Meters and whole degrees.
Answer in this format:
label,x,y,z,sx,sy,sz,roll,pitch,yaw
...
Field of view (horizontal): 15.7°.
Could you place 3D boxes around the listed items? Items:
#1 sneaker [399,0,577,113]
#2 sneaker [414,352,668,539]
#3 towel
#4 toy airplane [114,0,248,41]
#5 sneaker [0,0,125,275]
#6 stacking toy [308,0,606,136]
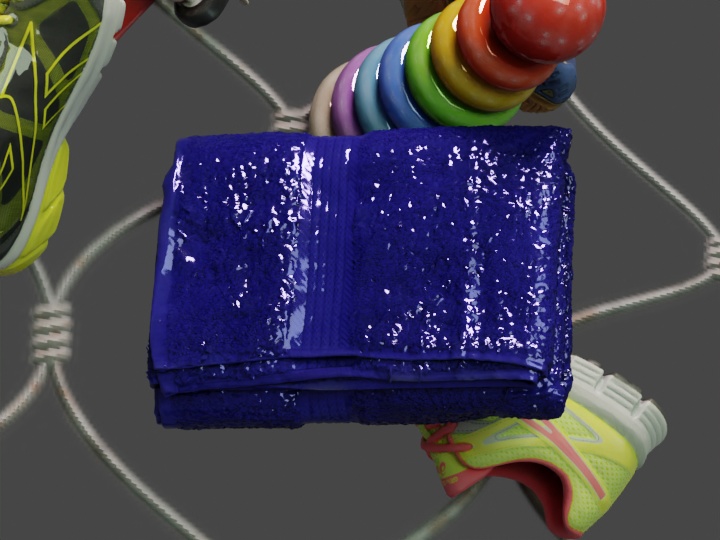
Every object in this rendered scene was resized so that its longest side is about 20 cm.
label,x,y,z,sx,sy,sz,roll,pitch,yaw
sneaker,0.050,-0.173,1.367,0.200,0.075,0.088,45,52,-8
sneaker,0.050,0.062,1.274,0.200,0.078,0.090,30,76,-4
towel,0.000,0.000,1.221,0.200,0.050,0.148,-1,73,10
toy airplane,-0.103,-0.214,1.254,0.199,0.141,0.200,-26,111,-41
sneaker,-0.163,-0.086,1.156,0.085,0.074,0.200,-16,121,-57
stacking toy,0.051,-0.100,1.262,0.085,0.200,0.086,10,65,-23
